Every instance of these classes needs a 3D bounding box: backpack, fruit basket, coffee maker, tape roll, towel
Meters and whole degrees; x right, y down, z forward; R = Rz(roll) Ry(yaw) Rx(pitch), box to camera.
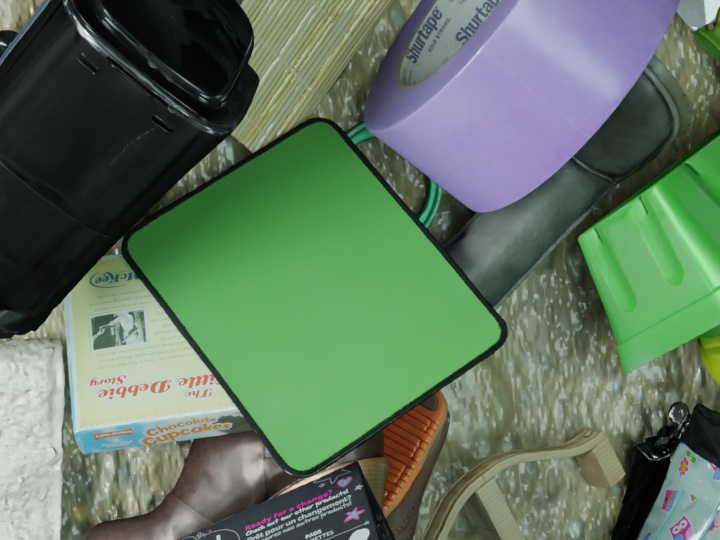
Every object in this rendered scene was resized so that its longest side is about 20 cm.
[{"bbox_3d":[0.242,0.209,1.179,0.166,0.127,0.201,27,92,-20],"label":"backpack"},{"bbox_3d":[0.261,0.011,1.133,0.215,0.155,0.217,10,66,-23],"label":"fruit basket"},{"bbox_3d":[-0.156,-0.061,0.970,0.134,0.193,0.200,23,131,-33],"label":"coffee maker"},{"bbox_3d":[0.096,-0.139,1.059,0.085,0.200,0.200,37,86,-16],"label":"tape roll"},{"bbox_3d":[-0.250,0.140,1.086,0.132,0.034,0.201,1,96,-16],"label":"towel"}]

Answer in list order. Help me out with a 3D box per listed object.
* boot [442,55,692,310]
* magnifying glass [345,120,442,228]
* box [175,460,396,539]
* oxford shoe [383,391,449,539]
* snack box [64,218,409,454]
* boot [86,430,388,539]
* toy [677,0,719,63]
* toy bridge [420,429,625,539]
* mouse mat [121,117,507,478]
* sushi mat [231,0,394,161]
[{"bbox_3d":[0.106,-0.042,1.098,0.200,0.182,0.073,-36,72,-10],"label":"boot"},{"bbox_3d":[0.000,0.000,1.142,0.079,0.022,0.201,13,95,-13],"label":"magnifying glass"},{"bbox_3d":[-0.013,0.236,1.041,0.132,0.115,0.200,-24,120,1],"label":"box"},{"bbox_3d":[0.005,0.168,1.151,0.073,0.071,0.200,36,84,-43],"label":"oxford shoe"},{"bbox_3d":[-0.076,0.039,1.069,0.199,0.037,0.117,-8,61,-2],"label":"snack box"},{"bbox_3d":[-0.083,0.105,1.117,0.199,0.072,0.167,-8,78,8],"label":"boot"},{"bbox_3d":[0.298,-0.218,1.184,0.200,0.047,0.115,-46,109,-2],"label":"toy"},{"bbox_3d":[0.086,0.162,1.153,0.200,0.027,0.067,-34,107,-25],"label":"toy bridge"},{"bbox_3d":[-0.029,0.011,1.058,0.161,0.008,0.200,-33,66,-15],"label":"mouse mat"},{"bbox_3d":[-0.026,-0.166,1.101,0.096,0.012,0.200,38,86,-41],"label":"sushi mat"}]
